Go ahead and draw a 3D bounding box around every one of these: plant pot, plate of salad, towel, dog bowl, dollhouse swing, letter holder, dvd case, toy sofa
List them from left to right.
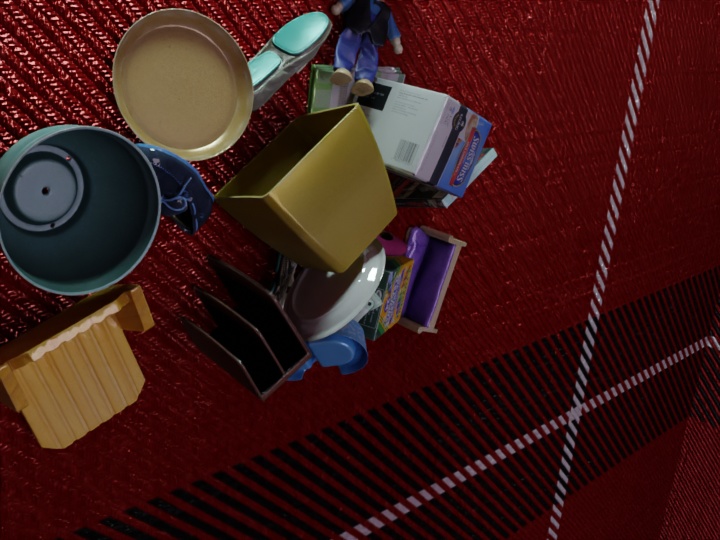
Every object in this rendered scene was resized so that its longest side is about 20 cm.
[{"bbox_3d":[-0.366,-0.087,0.950,0.199,0.134,0.202,-21,122,-38],"label":"plant pot"},{"bbox_3d":[-0.366,0.144,1.037,0.199,0.181,0.177,-33,108,-31],"label":"dollhouse swing"},{"bbox_3d":[-0.240,-0.248,1.050,0.198,0.027,0.202,-1,91,-35],"label":"plant pot"},{"bbox_3d":[-0.188,0.076,1.148,0.100,0.199,0.143,-41,129,-20],"label":"letter holder"},{"bbox_3d":[-0.081,0.125,1.277,0.112,0.198,0.050,62,26,-43],"label":"dog bowl"},{"bbox_3d":[-0.064,-0.109,1.162,0.200,0.199,0.177,-47,115,-19],"label":"plant pot"},{"bbox_3d":[-0.038,0.029,1.191,0.048,0.199,0.201,45,74,-33],"label":"plate of salad"},{"bbox_3d":[-0.007,-0.269,1.310,0.199,0.031,0.151,-11,114,-42],"label":"towel"},{"bbox_3d":[0.124,0.018,1.529,0.097,0.082,0.202,12,98,-48],"label":"toy sofa"},{"bbox_3d":[0.129,-0.163,1.371,0.146,0.199,0.022,-45,115,-22],"label":"dvd case"}]

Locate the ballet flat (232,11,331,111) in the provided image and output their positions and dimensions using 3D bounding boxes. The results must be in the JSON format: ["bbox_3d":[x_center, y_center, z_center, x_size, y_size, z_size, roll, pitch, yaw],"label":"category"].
[{"bbox_3d":[-0.120,-0.313,1.166,0.200,0.067,0.064,-45,161,-21],"label":"ballet flat"}]

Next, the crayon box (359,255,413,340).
[{"bbox_3d":[0.046,0.041,1.415,0.200,0.051,0.127,-28,133,-71],"label":"crayon box"}]

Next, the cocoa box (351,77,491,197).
[{"bbox_3d":[0.085,-0.219,1.260,0.131,0.199,0.134,18,97,-46],"label":"cocoa box"}]

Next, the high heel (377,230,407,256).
[{"bbox_3d":[0.026,-0.085,1.391,0.199,0.067,0.097,12,109,-44],"label":"high heel"}]

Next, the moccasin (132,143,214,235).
[{"bbox_3d":[-0.251,-0.104,1.058,0.200,0.080,0.069,52,54,-65],"label":"moccasin"}]

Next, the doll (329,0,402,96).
[{"bbox_3d":[0.012,-0.380,1.239,0.135,0.048,0.202,20,72,-24],"label":"doll"}]

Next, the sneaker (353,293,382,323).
[{"bbox_3d":[0.000,0.000,1.291,0.202,0.118,0.074,-60,-178,0],"label":"sneaker"}]

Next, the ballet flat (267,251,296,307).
[{"bbox_3d":[-0.122,0.019,1.283,0.075,0.068,0.202,20,90,-13],"label":"ballet flat"}]
